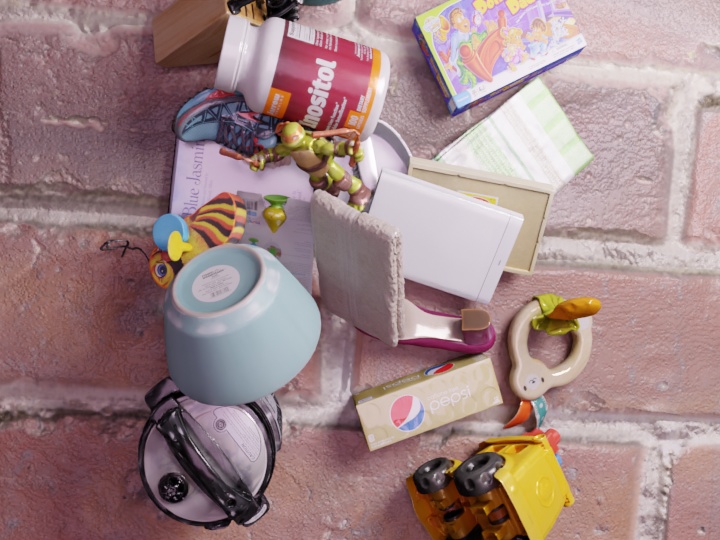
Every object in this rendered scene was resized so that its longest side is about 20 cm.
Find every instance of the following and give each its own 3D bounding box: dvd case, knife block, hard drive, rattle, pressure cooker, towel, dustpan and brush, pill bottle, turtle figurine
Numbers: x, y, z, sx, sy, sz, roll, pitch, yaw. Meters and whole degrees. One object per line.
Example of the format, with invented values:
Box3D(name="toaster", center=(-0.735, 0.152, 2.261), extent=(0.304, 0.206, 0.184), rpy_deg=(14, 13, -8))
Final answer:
Box3D(name="dvd case", center=(-0.157, -0.124, 1.033), extent=(0.195, 0.018, 0.146), rpy_deg=(7, 94, -6))
Box3D(name="knife block", center=(-0.169, -0.326, 0.935), extent=(0.195, 0.176, 0.065), rpy_deg=(-7, 78, -5))
Box3D(name="hard drive", center=(0.101, -0.044, 1.018), extent=(0.196, 0.027, 0.134), rpy_deg=(18, 115, -3))
Box3D(name="rattle", center=(0.265, 0.138, 1.038), extent=(0.129, 0.142, 0.203), rpy_deg=(27, 85, -25))
Box3D(name="pressure cooker", center=(-0.187, 0.223, 0.962), extent=(0.172, 0.200, 0.183), rpy_deg=(9, 93, -5))
Box3D(name="towel", center=(0.000, 0.000, 0.965), extent=(0.131, 0.202, 0.034), rpy_deg=(27, 51, 27))
Box3D(name="dustpan and brush", center=(0.001, -0.177, 1.024), extent=(0.137, 0.057, 0.204), rpy_deg=(-11, 95, -5))
Box3D(name="towel", center=(0.212, -0.152, 1.068), extent=(0.199, 0.031, 0.150), rpy_deg=(-38, 99, -5))
Box3D(name="pill bottle", center=(-0.072, -0.234, 0.921), extent=(0.196, 0.113, 0.115), rpy_deg=(13, 92, -13))
Box3D(name="turtle figurine", center=(-0.063, -0.135, 0.944), extent=(0.196, 0.161, 0.066), rpy_deg=(-5, 59, 27))

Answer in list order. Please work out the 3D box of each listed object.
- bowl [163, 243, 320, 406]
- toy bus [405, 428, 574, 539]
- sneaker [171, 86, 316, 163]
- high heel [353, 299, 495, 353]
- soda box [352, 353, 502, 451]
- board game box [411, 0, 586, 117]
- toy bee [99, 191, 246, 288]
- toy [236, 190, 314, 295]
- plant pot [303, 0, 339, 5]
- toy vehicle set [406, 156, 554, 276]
Box3D(name="bowl", center=(-0.152, 0.046, 0.901), extent=(0.197, 0.202, 0.106), rpy_deg=(-18, 134, -4))
Box3D(name="toy bus", center=(0.188, 0.287, 1.039), extent=(0.191, 0.198, 0.138), rpy_deg=(-34, 99, -38))
Box3D(name="sneaker", center=(-0.140, -0.185, 0.977), extent=(0.196, 0.079, 0.097), rpy_deg=(-13, 72, -14))
Box3D(name="high heel", center=(0.089, 0.088, 1.064), extent=(0.196, 0.097, 0.069), rpy_deg=(5, 63, 15))
Box3D(name="soda box", center=(0.092, 0.178, 1.056), extent=(0.196, 0.064, 0.069), rpy_deg=(-19, 95, -4))
Box3D(name="board game box", center=(0.186, -0.316, 1.033), extent=(0.197, 0.045, 0.136), rpy_deg=(-26, 87, -4))
Box3D(name="toy bee", center=(-0.227, -0.016, 0.989), extent=(0.198, 0.130, 0.111), rpy_deg=(-24, 82, 35))
Box3D(name="toy", center=(-0.110, -0.003, 1.021), extent=(0.113, 0.047, 0.204), rpy_deg=(10, 112, 18))
Box3D(name="plant pot", center=(-0.056, -0.456, 0.950), extent=(0.196, 0.161, 0.205), rpy_deg=(0, 94, -6))
Box3D(name="toy vehicle set", center=(0.151, -0.072, 1.031), extent=(0.196, 0.027, 0.127), rpy_deg=(11, 114, 0))
